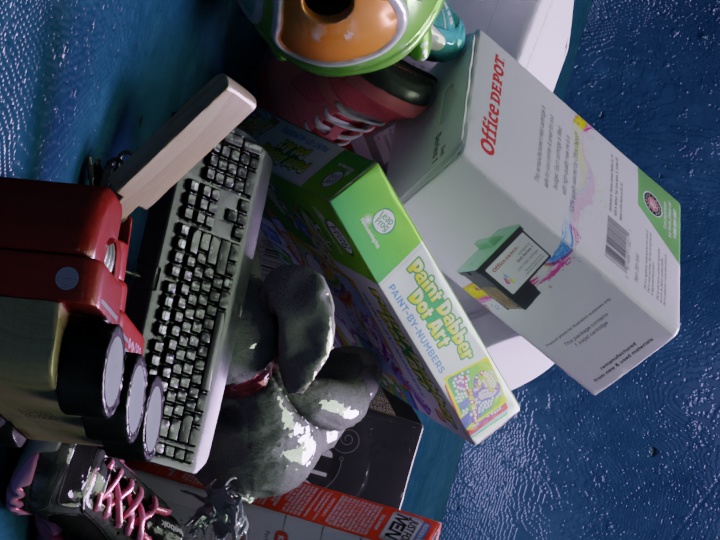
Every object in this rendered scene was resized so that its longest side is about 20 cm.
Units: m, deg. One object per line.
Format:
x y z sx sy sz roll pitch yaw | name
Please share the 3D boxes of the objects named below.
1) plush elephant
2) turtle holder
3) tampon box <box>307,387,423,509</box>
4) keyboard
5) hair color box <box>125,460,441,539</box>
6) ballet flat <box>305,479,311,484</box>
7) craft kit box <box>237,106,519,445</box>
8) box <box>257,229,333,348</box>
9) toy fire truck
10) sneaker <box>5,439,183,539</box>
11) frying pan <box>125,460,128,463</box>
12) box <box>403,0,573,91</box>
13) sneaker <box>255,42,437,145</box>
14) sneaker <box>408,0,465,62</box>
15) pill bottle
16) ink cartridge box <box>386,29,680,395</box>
-0.077 0.052 1.569 0.200 0.163 0.156 -78 168 -62 | plush elephant
-0.009 -0.218 1.566 0.132 0.140 0.187 50 61 -74 | turtle holder
-0.037 0.156 1.949 0.200 0.125 0.151 -123 -132 -84 | tampon box
-0.113 0.007 1.455 0.127 0.021 0.202 19 78 -39 | keyboard
-0.059 0.191 1.623 0.064 0.199 0.112 -47 151 -68 | hair color box
-0.083 0.206 1.754 0.069 0.068 0.201 -92 -157 -62 | ballet flat
0.000 0.000 1.645 0.048 0.197 0.201 -39 116 -15 | craft kit box
-0.049 0.002 1.894 0.200 0.077 0.096 53 52 -78 | box
-0.134 -0.014 1.310 0.176 0.128 0.202 68 27 -74 | toy fire truck
-0.149 0.135 1.505 0.200 0.095 0.079 81 29 -66 | sneaker
-0.148 0.126 1.676 0.115 0.031 0.191 44 59 -81 | frying pan
0.060 -0.176 1.939 0.201 0.170 0.200 93 16 -55 | box
-0.015 -0.108 1.699 0.200 0.073 0.087 19 -93 63 | sneaker
0.010 -0.193 1.718 0.078 0.079 0.200 -54 -146 17 | sneaker
0.062 -0.018 1.783 0.116 0.115 0.201 85 -15 -65 | pill bottle
0.114 -0.039 1.680 0.084 0.200 0.145 -39 -156 30 | ink cartridge box
